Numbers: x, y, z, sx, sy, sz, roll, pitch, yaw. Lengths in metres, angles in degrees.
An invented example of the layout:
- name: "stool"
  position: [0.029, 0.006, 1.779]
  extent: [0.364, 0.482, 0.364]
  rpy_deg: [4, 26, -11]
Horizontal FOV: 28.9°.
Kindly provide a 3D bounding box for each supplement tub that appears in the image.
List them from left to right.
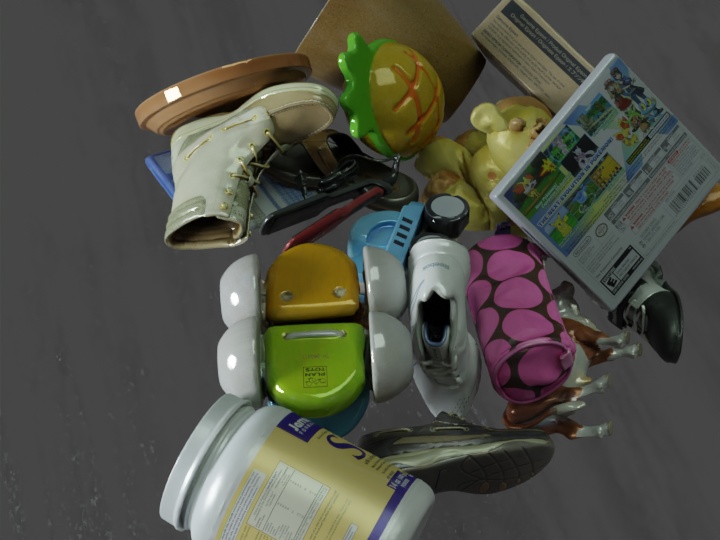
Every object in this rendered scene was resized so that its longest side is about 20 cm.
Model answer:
- name: "supplement tub"
  position: [-0.053, 0.204, 1.189]
  extent: [0.200, 0.145, 0.145]
  rpy_deg: [27, 45, 10]

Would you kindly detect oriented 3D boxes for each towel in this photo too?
- name: "towel"
  position: [-0.123, -0.106, 1.566]
  extent: [0.200, 0.024, 0.147]
  rpy_deg: [-23, 59, -32]

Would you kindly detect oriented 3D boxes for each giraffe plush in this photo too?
- name: "giraffe plush"
  position: [0.165, -0.125, 1.570]
  extent: [0.172, 0.162, 0.200]
  rpy_deg: [-7, 48, -23]

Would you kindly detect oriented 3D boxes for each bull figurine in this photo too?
- name: "bull figurine"
  position: [0.213, 0.094, 1.427]
  extent: [0.121, 0.065, 0.200]
  rpy_deg: [-1, 44, 30]

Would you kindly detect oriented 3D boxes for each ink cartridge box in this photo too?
- name: "ink cartridge box"
  position: [0.223, -0.236, 1.665]
  extent: [0.165, 0.075, 0.200]
  rpy_deg: [44, 7, 8]

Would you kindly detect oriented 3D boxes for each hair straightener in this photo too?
- name: "hair straightener"
  position: [-0.033, -0.086, 1.476]
  extent: [0.200, 0.041, 0.077]
  rpy_deg: [-35, 74, -34]

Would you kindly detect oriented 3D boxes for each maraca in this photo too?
- name: "maraca"
  position: [0.027, -0.192, 1.549]
  extent: [0.200, 0.107, 0.137]
  rpy_deg: [9, 75, -61]

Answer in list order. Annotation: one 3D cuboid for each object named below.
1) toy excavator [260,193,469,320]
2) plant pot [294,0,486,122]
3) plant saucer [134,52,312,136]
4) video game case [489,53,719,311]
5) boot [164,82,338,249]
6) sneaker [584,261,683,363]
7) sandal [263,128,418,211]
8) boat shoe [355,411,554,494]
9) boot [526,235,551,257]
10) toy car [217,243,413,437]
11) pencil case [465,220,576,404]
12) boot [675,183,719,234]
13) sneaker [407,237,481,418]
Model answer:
- name: "toy excavator"
  position: [0.000, 0.000, 1.462]
  extent: [0.200, 0.100, 0.195]
  rpy_deg: [10, 43, 13]
- name: "plant pot"
  position: [0.044, -0.270, 1.687]
  extent: [0.200, 0.186, 0.186]
  rpy_deg: [33, 44, -5]
- name: "plant saucer"
  position: [-0.147, -0.188, 1.535]
  extent: [0.200, 0.200, 0.032]
  rpy_deg: [-18, 88, -31]
- name: "video game case"
  position: [0.258, -0.090, 1.450]
  extent: [0.182, 0.022, 0.200]
  rpy_deg: [43, 81, -15]
- name: "boot"
  position: [-0.114, -0.106, 1.457]
  extent: [0.200, 0.072, 0.155]
  rpy_deg: [-18, 47, 20]
- name: "sneaker"
  position: [0.291, 0.034, 1.521]
  extent: [0.088, 0.074, 0.200]
  rpy_deg: [-1, 33, -8]
- name: "sandal"
  position: [-0.027, -0.121, 1.554]
  extent: [0.200, 0.055, 0.082]
  rpy_deg: [22, 47, 3]
- name: "boat shoe"
  position: [0.088, 0.166, 1.322]
  extent: [0.200, 0.075, 0.073]
  rpy_deg: [-3, 48, -22]
- name: "boot"
  position: [0.249, -0.101, 1.500]
  extent: [0.200, 0.090, 0.073]
  rpy_deg: [-35, 30, -13]
- name: "toy car"
  position: [-0.041, 0.076, 1.310]
  extent: [0.175, 0.150, 0.200]
  rpy_deg: [-3, 43, -1]
- name: "pencil case"
  position: [0.159, 0.043, 1.398]
  extent: [0.094, 0.091, 0.200]
  rpy_deg: [-11, 37, 1]
- name: "boot"
  position: [0.318, -0.087, 1.593]
  extent: [0.144, 0.071, 0.201]
  rpy_deg: [-20, 27, -9]
- name: "sneaker"
  position: [0.072, 0.070, 1.330]
  extent: [0.074, 0.200, 0.087]
  rpy_deg: [-3, 33, 11]
